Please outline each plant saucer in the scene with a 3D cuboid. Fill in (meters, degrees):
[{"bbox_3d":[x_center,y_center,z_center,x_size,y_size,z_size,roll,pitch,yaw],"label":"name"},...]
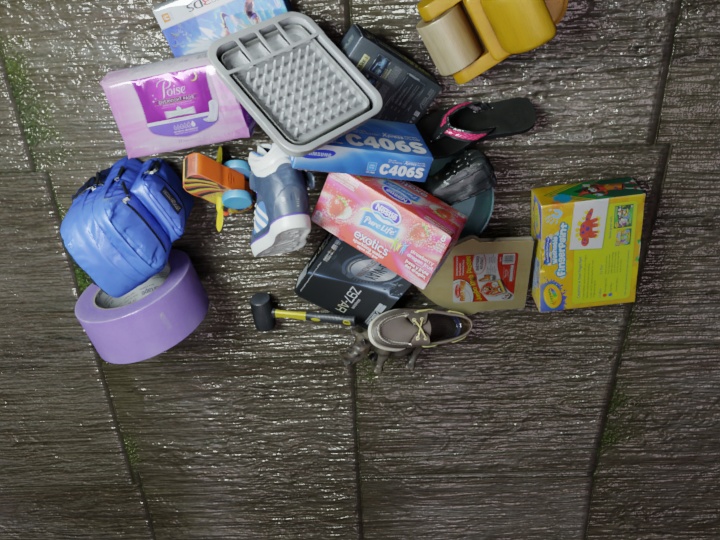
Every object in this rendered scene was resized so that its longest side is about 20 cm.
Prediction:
[{"bbox_3d":[0.117,-0.117,1.135,0.197,0.036,0.203,0,120,0],"label":"plant saucer"}]

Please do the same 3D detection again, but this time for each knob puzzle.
[{"bbox_3d":[0.188,0.004,1.196,0.216,0.031,0.221,1,140,1],"label":"knob puzzle"}]

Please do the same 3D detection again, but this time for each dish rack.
[{"bbox_3d":[-0.086,-0.240,0.915,0.200,0.171,0.044,49,149,14],"label":"dish rack"}]

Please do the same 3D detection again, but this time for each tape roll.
[{"bbox_3d":[-0.355,0.055,1.141,0.197,0.201,0.086,-15,120,9],"label":"tape roll"}]

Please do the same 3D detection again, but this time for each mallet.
[{"bbox_3d":[-0.103,0.071,1.216,0.197,0.041,0.067,-2,124,22],"label":"mallet"}]

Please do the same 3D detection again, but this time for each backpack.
[{"bbox_3d":[-0.354,-0.076,1.063,0.167,0.201,0.163,-31,116,18],"label":"backpack"}]

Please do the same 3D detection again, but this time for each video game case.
[{"bbox_3d":[-0.173,-0.316,1.011,0.179,0.046,0.202,-17,120,11],"label":"video game case"}]

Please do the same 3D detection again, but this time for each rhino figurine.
[{"bbox_3d":[0.040,0.131,1.230,0.198,0.060,0.088,-1,122,-36],"label":"rhino figurine"}]

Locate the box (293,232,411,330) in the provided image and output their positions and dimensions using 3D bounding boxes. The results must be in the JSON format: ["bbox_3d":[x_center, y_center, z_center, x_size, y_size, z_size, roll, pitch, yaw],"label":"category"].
[{"bbox_3d":[0.000,0.000,1.175,0.159,0.044,0.200,27,130,-15],"label":"box"}]

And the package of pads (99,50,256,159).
[{"bbox_3d":[-0.256,-0.238,0.990,0.197,0.076,0.122,-9,121,9],"label":"package of pads"}]

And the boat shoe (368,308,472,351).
[{"bbox_3d":[0.105,0.099,1.199,0.198,0.073,0.059,1,170,-34],"label":"boat shoe"}]

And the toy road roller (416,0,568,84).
[{"bbox_3d":[0.181,-0.339,0.938,0.198,0.147,0.123,-28,117,16],"label":"toy road roller"}]

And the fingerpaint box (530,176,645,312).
[{"bbox_3d":[0.371,-0.042,1.157,0.164,0.074,0.203,-7,120,3],"label":"fingerpaint box"}]

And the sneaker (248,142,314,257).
[{"bbox_3d":[-0.127,-0.109,1.036,0.079,0.200,0.149,-10,82,-20],"label":"sneaker"}]

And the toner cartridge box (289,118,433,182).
[{"bbox_3d":[-0.004,-0.176,0.980,0.197,0.096,0.044,3,129,-21],"label":"toner cartridge box"}]

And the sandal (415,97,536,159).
[{"bbox_3d":[0.167,-0.223,1.048,0.197,0.045,0.076,-15,76,2],"label":"sandal"}]

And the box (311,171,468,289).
[{"bbox_3d":[0.043,-0.075,1.010,0.198,0.100,0.096,32,120,9],"label":"box"}]

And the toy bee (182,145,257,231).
[{"bbox_3d":[-0.206,-0.116,1.096,0.108,0.132,0.199,-22,133,40],"label":"toy bee"}]

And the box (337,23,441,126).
[{"bbox_3d":[0.000,-0.235,1.031,0.156,0.051,0.201,20,120,-34],"label":"box"}]

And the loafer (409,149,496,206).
[{"bbox_3d":[0.116,-0.111,1.077,0.199,0.069,0.071,-27,123,18],"label":"loafer"}]
